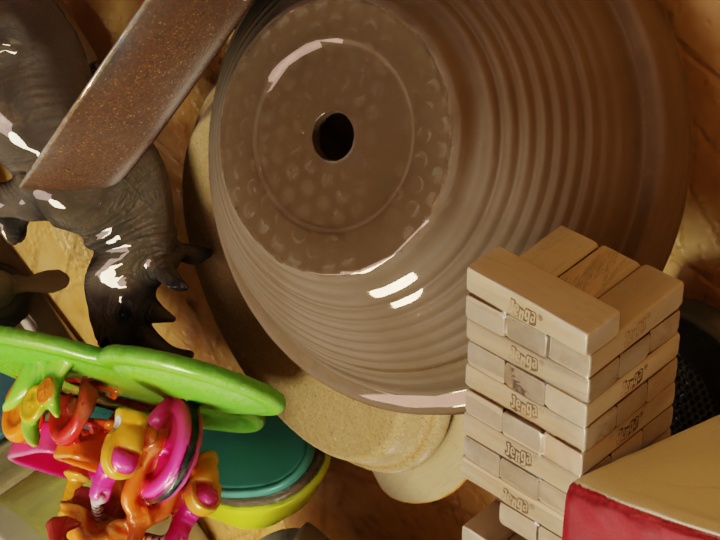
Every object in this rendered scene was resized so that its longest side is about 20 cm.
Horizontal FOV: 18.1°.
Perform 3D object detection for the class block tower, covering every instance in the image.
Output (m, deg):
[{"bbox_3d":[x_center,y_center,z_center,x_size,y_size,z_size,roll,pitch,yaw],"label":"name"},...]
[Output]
[{"bbox_3d":[0.071,0.080,0.795,0.054,0.058,0.201,27,135,33],"label":"block tower"}]

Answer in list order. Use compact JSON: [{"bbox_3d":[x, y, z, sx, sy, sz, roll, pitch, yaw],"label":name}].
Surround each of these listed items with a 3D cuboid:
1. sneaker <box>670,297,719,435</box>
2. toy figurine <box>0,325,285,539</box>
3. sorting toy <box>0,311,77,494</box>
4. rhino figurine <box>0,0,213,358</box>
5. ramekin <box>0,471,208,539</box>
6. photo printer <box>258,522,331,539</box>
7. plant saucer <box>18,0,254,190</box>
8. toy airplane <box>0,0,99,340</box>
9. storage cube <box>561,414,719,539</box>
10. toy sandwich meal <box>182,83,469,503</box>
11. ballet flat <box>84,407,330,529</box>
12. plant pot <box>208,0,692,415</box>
[{"bbox_3d":[0.110,0.111,0.891,0.076,0.114,0.201,28,133,29],"label":"sneaker"},{"bbox_3d":[-0.123,0.132,0.992,0.149,0.186,0.199,22,166,-31],"label":"toy figurine"},{"bbox_3d":[-0.249,0.047,1.159,0.186,0.200,0.036,52,146,4],"label":"sorting toy"},{"bbox_3d":[-0.130,-0.042,0.976,0.087,0.060,0.201,-30,101,17],"label":"rhino figurine"},{"bbox_3d":[-0.157,0.188,1.243,0.199,0.105,0.201,28,135,32],"label":"ramekin"},{"bbox_3d":[-0.007,0.203,1.028,0.167,0.069,0.200,51,-175,1],"label":"photo printer"},{"bbox_3d":[-0.061,-0.106,0.862,0.034,0.201,0.200,35,143,-7],"label":"plant saucer"},{"bbox_3d":[-0.215,-0.060,1.093,0.199,0.141,0.200,25,134,33],"label":"toy airplane"},{"bbox_3d":[0.180,0.154,0.769,0.170,0.199,0.181,17,114,40],"label":"storage cube"},{"bbox_3d":[0.000,0.000,0.971,0.205,0.070,0.206,39,142,39],"label":"toy sandwich meal"},{"bbox_3d":[-0.072,0.096,1.128,0.199,0.067,0.067,9,144,47],"label":"ballet flat"},{"bbox_3d":[0.013,-0.047,0.824,0.200,0.092,0.203,-1,88,31],"label":"plant pot"}]
